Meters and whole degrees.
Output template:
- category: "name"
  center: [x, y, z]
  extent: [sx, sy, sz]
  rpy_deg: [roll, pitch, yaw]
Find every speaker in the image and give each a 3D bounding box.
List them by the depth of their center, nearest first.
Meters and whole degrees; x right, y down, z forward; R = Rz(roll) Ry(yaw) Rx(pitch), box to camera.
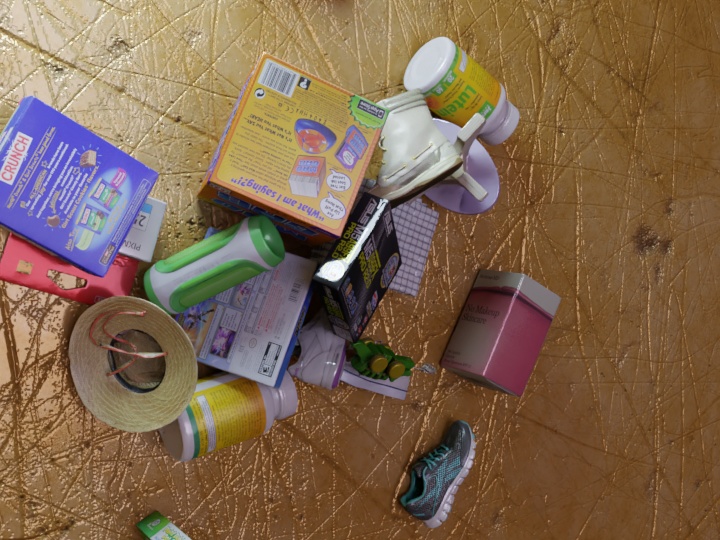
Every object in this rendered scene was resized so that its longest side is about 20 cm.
- category: "speaker"
  center: [-0.213, -0.007, 1.456]
  extent: [0.200, 0.088, 0.088]
  rpy_deg: [-25, 114, 16]

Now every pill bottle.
- category: "pill bottle"
  center: [-0.203, 0.211, 1.543]
  extent: [0.200, 0.113, 0.113]
  rpy_deg: [-16, 103, -31]
- category: "pill bottle"
  center: [0.180, -0.303, 1.738]
  extent: [0.200, 0.111, 0.111]
  rpy_deg: [33, 77, -31]

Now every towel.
- category: "towel"
  center: [0.021, -0.060, 1.680]
  extent: [0.200, 0.086, 0.166]
  rpy_deg: [19, 83, -32]

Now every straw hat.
- category: "straw hat"
  center: [-0.320, 0.127, 1.467]
  extent: [0.201, 0.085, 0.201]
  rpy_deg: [1, 98, 6]

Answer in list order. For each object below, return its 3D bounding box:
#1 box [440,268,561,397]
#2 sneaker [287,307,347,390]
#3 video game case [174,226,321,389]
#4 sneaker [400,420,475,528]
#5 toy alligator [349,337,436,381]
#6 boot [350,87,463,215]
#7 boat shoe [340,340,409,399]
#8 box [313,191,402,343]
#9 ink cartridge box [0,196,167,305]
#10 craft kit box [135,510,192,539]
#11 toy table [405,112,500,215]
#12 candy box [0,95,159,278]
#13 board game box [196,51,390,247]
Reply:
- category: "box"
  center: [0.253, 0.111, 1.817]
  extent: [0.109, 0.128, 0.200]
  rpy_deg: [30, 78, -31]
- category: "sneaker"
  center: [-0.064, 0.096, 1.621]
  extent: [0.099, 0.075, 0.200]
  rpy_deg: [10, 49, 3]
- category: "video game case"
  center: [-0.176, 0.056, 1.520]
  extent: [0.181, 0.045, 0.200]
  rpy_deg: [18, 83, 11]
- category: "sneaker"
  center: [0.137, 0.358, 1.803]
  extent: [0.091, 0.078, 0.200]
  rpy_deg: [29, 78, -28]
- category: "toy alligator"
  center: [0.045, 0.159, 1.656]
  extent: [0.200, 0.059, 0.054]
  rpy_deg: [24, 109, -41]
- category: "boot"
  center: [0.041, -0.183, 1.591]
  extent: [0.200, 0.072, 0.155]
  rpy_deg: [-29, 83, 3]
- category: "boat shoe"
  center: [0.011, 0.157, 1.698]
  extent: [0.202, 0.075, 0.086]
  rpy_deg: [21, 84, -35]
- category: "box"
  center: [0.000, 0.000, 1.517]
  extent: [0.160, 0.044, 0.200]
  rpy_deg: [-59, 160, -21]
- category: "ink cartridge box"
  center: [-0.395, -0.044, 1.433]
  extent: [0.200, 0.045, 0.176]
  rpy_deg: [19, 83, -33]
- category: "craft kit box"
  center: [-0.242, 0.473, 1.492]
  extent: [0.048, 0.200, 0.198]
  rpy_deg: [-29, 109, -26]
- category: "toy table"
  center: [0.140, -0.178, 1.666]
  extent: [0.200, 0.117, 0.184]
  rpy_deg: [33, 94, 12]
- category: "candy box"
  center: [-0.402, -0.110, 1.352]
  extent: [0.200, 0.077, 0.169]
  rpy_deg: [34, 75, -31]
- category: "board game box"
  center: [-0.105, -0.169, 1.483]
  extent: [0.200, 0.200, 0.200]
  rpy_deg: [23, 82, -13]
